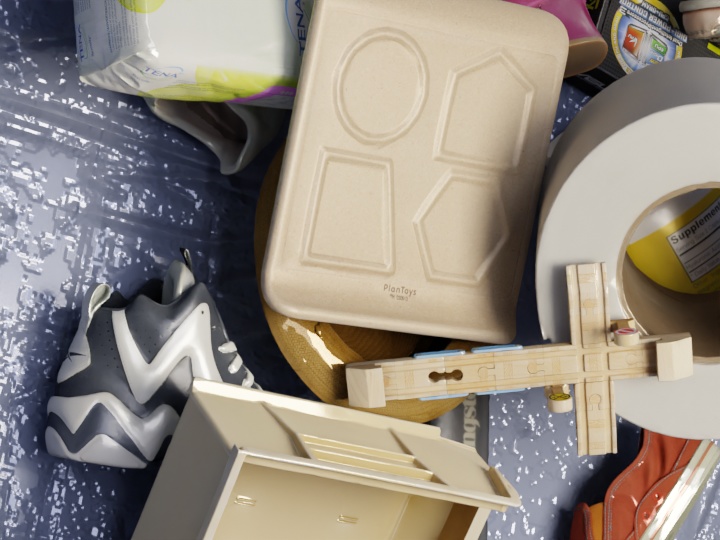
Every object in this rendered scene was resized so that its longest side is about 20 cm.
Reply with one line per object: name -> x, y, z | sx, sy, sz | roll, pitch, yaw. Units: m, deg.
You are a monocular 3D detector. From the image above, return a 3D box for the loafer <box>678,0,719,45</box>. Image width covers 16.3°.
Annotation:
loafer -> 0.299, -0.162, 1.690 | 0.199, 0.072, 0.063 | -9, 96, -35

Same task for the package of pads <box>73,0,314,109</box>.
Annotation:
package of pads -> -0.079, -0.171, 1.432 | 0.199, 0.068, 0.155 | 4, 77, -47

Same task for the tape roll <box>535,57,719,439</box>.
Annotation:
tape roll -> 0.204, -0.016, 1.501 | 0.201, 0.139, 0.204 | 1, 106, 5

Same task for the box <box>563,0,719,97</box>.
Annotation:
box -> 0.238, -0.165, 1.715 | 0.199, 0.044, 0.161 | 28, 70, -26

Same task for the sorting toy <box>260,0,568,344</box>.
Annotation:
sorting toy -> 0.030, -0.065, 1.458 | 0.184, 0.036, 0.201 | 8, 91, -36

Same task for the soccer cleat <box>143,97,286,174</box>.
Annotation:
soccer cleat -> -0.119, -0.142, 1.476 | 0.200, 0.069, 0.078 | 45, 46, -23

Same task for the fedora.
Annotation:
fedora -> 0.000, 0.000, 1.521 | 0.200, 0.082, 0.202 | 10, 72, -33

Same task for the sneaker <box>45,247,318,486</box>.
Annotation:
sneaker -> -0.083, 0.055, 1.468 | 0.198, 0.079, 0.130 | 8, 88, -20

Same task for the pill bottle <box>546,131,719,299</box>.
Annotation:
pill bottle -> 0.201, -0.010, 1.634 | 0.111, 0.111, 0.201 | -37, 102, -30

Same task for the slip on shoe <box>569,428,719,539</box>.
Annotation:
slip on shoe -> 0.158, 0.179, 1.616 | 0.061, 0.074, 0.200 | 32, 70, 13

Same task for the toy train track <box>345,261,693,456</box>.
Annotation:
toy train track -> 0.091, 0.059, 1.434 | 0.199, 0.033, 0.115 | -5, 105, 1

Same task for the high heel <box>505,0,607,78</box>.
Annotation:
high heel -> 0.056, -0.159, 1.608 | 0.199, 0.068, 0.096 | -14, 54, -17

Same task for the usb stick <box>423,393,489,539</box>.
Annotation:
usb stick -> 0.057, 0.102, 1.575 | 0.055, 0.033, 0.201 | 7, 80, -30

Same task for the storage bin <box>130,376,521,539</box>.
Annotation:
storage bin -> -0.034, 0.183, 1.421 | 0.198, 0.094, 0.201 | 13, 108, -29
